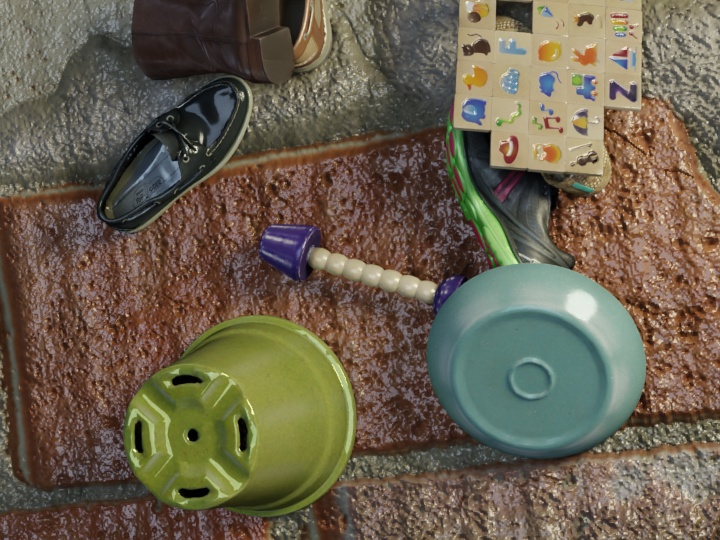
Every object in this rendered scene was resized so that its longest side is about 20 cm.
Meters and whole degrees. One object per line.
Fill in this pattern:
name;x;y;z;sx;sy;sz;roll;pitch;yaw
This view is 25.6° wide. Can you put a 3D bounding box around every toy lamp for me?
toy lamp;0.000;0.000;1.504;0.200;0.058;0.058;17;96;13

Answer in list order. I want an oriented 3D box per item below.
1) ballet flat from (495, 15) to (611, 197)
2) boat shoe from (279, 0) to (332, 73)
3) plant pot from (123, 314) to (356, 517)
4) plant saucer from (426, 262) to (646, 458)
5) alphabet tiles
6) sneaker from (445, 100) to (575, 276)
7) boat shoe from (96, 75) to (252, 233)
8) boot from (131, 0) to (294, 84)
ballet flat;0.156;-0.153;1.432;0.071;0.065;0.200;-46;68;30
boat shoe;-0.072;-0.291;1.510;0.076;0.072;0.200;-15;87;16
plant pot;-0.125;0.146;1.476;0.200;0.184;0.201;0;92;16
plant saucer;0.155;0.091;1.429;0.200;0.036;0.200;5;114;11
alphabet tiles;0.168;-0.179;1.410;0.167;0.008;0.200;5;70;-3
sneaker;0.136;-0.072;1.461;0.084;0.077;0.200;-23;84;-6
boat shoe;-0.188;-0.114;1.551;0.199;0.066;0.075;-40;80;14
boot;-0.153;-0.266;1.496;0.200;0.064;0.187;13;112;44
